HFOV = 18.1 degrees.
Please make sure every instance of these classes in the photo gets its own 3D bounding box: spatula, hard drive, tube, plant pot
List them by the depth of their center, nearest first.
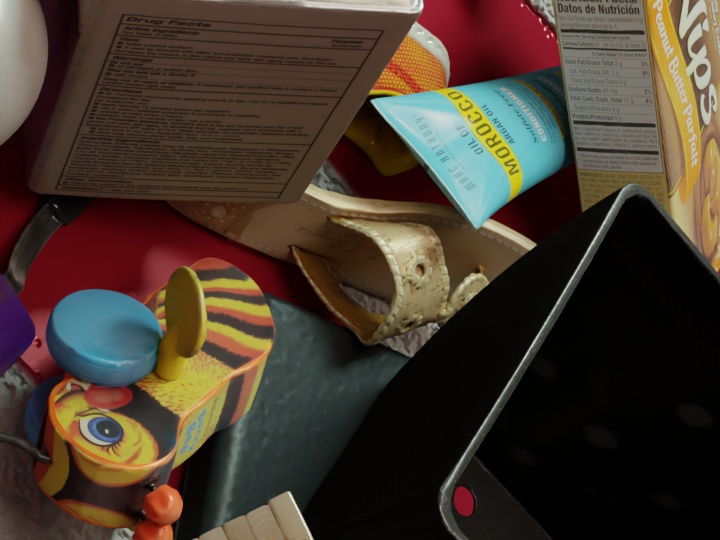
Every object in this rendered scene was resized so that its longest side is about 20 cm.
[{"bbox_3d":[0.081,0.116,0.992,0.200,0.177,0.200,48,51,-18],"label":"plant pot"},{"bbox_3d":[-0.141,-0.017,1.002,0.057,0.021,0.200,56,46,-25],"label":"spatula"},{"bbox_3d":[-0.020,0.122,1.047,0.139,0.033,0.200,25,61,-31],"label":"hard drive"},{"bbox_3d":[0.070,-0.067,1.134,0.077,0.050,0.200,47,27,10],"label":"tube"}]

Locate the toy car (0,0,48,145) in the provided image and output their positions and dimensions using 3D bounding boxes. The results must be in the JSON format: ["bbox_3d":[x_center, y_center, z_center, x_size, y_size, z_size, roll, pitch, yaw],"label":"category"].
[{"bbox_3d":[-0.194,-0.071,0.857,0.200,0.177,0.185,-38,109,-29],"label":"toy car"}]

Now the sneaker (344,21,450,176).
[{"bbox_3d":[-0.033,-0.114,1.092,0.200,0.073,0.077,30,57,-28],"label":"sneaker"}]

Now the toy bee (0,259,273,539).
[{"bbox_3d":[-0.099,0.071,0.946,0.200,0.131,0.109,-38,63,-25],"label":"toy bee"}]

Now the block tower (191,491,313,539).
[{"bbox_3d":[-0.105,0.159,0.879,0.200,0.054,0.058,-25,74,-9],"label":"block tower"}]

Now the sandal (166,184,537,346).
[{"bbox_3d":[-0.003,0.003,1.070,0.211,0.078,0.070,22,49,-24],"label":"sandal"}]

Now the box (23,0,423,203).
[{"bbox_3d":[-0.065,-0.115,0.938,0.128,0.200,0.109,2,69,-16],"label":"box"}]

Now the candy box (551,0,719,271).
[{"bbox_3d":[0.153,-0.084,1.176,0.115,0.055,0.200,-54,139,-50],"label":"candy box"}]
